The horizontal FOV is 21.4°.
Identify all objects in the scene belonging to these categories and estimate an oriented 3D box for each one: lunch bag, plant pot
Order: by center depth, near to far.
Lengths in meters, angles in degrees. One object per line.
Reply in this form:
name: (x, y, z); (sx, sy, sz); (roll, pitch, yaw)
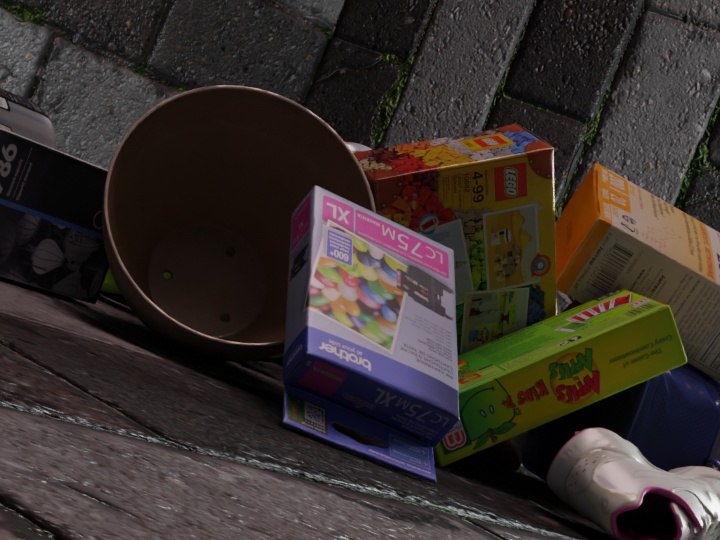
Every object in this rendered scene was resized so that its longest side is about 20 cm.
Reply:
plant pot: (-0.100, -0.015, 1.407); (0.199, 0.202, 0.135); (23, -27, -6)
lunch bag: (0.233, 0.136, 1.529); (0.131, 0.137, 0.200); (22, 5, -20)

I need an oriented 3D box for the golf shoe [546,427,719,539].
golf shoe: (0.225, 0.181, 1.373); (0.199, 0.076, 0.092); (20, 18, -30)

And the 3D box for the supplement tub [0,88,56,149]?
supplement tub: (-0.357, -0.109, 1.552); (0.199, 0.124, 0.122); (21, 2, -45)

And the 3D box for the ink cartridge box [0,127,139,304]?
ink cartridge box: (-0.246, -0.045, 1.357); (0.039, 0.100, 0.199); (21, 1, 36)

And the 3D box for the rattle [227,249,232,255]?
rattle: (-0.126, 0.038, 1.624); (0.130, 0.142, 0.201); (16, -43, 57)

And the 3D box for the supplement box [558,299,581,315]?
supplement box: (0.202, 0.087, 1.671); (0.108, 0.200, 0.061); (21, 36, -37)

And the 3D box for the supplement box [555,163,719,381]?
supplement box: (0.256, 0.009, 1.534); (0.199, 0.074, 0.126); (29, 23, -7)

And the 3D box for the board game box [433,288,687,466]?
board game box: (0.129, 0.076, 1.412); (0.198, 0.048, 0.102); (-22, 10, -10)

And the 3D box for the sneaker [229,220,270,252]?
sneaker: (-0.090, -0.047, 1.515); (0.199, 0.076, 0.077); (30, 27, -22)

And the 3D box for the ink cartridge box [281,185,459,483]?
ink cartridge box: (0.008, 0.040, 1.277); (0.119, 0.042, 0.201); (24, 40, -19)

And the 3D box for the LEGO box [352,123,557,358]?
LEGO box: (0.071, 0.002, 1.472); (0.147, 0.202, 0.077); (-11, 23, -17)

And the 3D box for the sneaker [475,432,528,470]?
sneaker: (0.102, 0.105, 1.574); (0.081, 0.089, 0.200); (23, 1, -6)

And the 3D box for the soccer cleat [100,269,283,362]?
soccer cleat: (-0.135, 0.020, 1.530); (0.198, 0.068, 0.081); (23, -12, 13)

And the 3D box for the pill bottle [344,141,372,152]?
pill bottle: (0.000, 0.000, 1.638); (0.114, 0.114, 0.201); (21, 39, -52)
